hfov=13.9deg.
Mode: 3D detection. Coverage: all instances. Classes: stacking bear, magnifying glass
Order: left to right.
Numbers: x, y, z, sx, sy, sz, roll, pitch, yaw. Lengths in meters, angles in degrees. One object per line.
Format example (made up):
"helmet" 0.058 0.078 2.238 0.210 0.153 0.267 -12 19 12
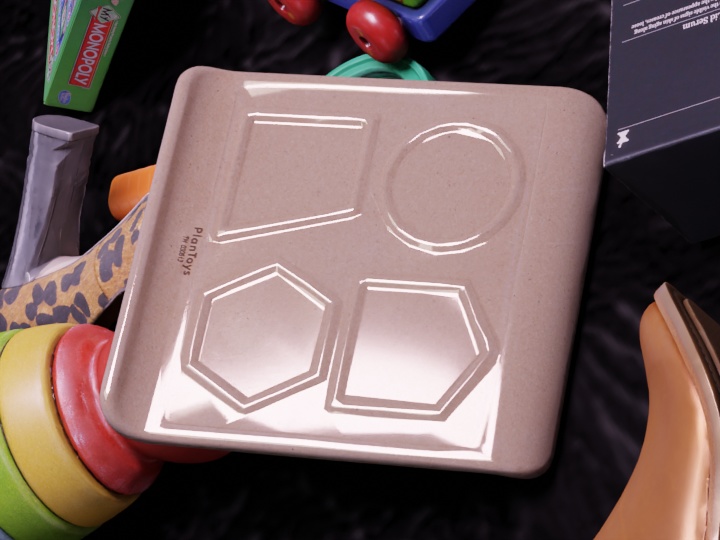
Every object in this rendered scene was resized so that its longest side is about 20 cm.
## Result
"stacking bear" -0.135 0.074 1.372 0.200 0.114 0.122 -23 53 23
"magnifying glass" -0.042 -0.055 1.434 0.200 0.022 0.080 -12 57 34

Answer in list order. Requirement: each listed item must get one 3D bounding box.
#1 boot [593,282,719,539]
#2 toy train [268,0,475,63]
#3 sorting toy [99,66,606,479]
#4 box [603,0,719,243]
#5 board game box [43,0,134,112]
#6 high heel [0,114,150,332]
"boot" 0.105 0.112 1.157 0.155 0.074 0.200 -38 42 23
"toy train" -0.030 -0.186 1.424 0.085 0.116 0.200 -45 41 -14
"sorting toy" 0.000 0.000 1.300 0.199 0.036 0.186 6 65 13
"box" 0.204 -0.110 1.205 0.200 0.079 0.141 -17 51 33
"board game box" -0.135 -0.203 1.550 0.135 0.029 0.200 118 157 -55
"high heel" -0.093 0.021 1.411 0.200 0.071 0.143 23 112 34
